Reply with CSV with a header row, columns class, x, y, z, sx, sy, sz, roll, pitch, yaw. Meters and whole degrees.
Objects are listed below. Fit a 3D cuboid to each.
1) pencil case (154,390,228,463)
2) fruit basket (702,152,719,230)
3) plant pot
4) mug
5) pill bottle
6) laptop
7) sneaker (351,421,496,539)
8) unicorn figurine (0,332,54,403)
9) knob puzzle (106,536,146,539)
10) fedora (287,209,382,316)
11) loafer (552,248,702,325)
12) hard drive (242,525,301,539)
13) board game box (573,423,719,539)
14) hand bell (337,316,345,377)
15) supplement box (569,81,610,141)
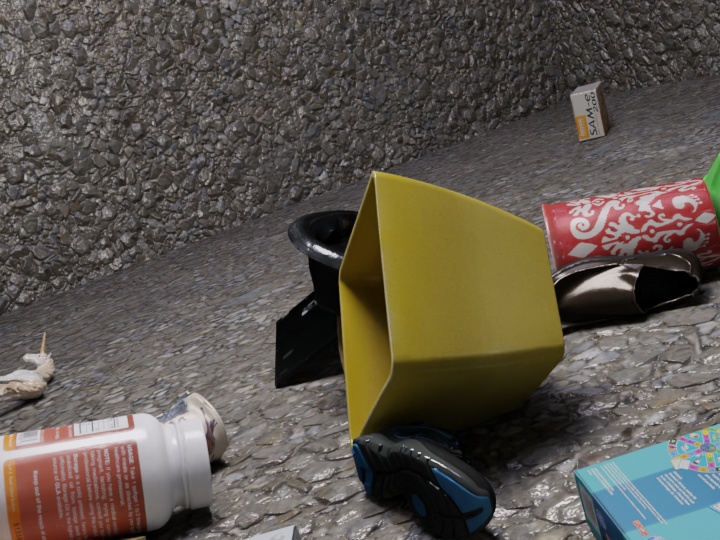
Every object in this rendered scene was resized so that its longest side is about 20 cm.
class,x,y,z,sx,sy,sz,roll,pitch,yaw
pencil case,-0.245,0.205,1.072,0.198,0.079,0.089,-24,33,-29
fruit basket,0.533,-0.085,1.244,0.211,0.158,0.217,-6,-31,-4
plant pot,0.085,0.045,0.956,0.173,0.203,0.201,1,-29,-11
mug,0.338,-0.048,1.259,0.197,0.135,0.178,-13,20,12
pill bottle,-0.246,0.201,0.955,0.196,0.114,0.112,-7,8,-15
laptop,-0.016,0.068,1.379,0.187,0.115,0.202,-39,30,24
sneaker,0.063,0.162,0.837,0.081,0.074,0.199,-20,12,-22
unicorn figurine,-0.586,0.189,1.715,0.135,0.075,0.199,-12,22,-27
knob puzzle,-0.288,0.271,0.887,0.216,0.031,0.220,-11,-9,-2
fedora,0.000,0.000,1.173,0.197,0.093,0.201,11,21,-4
loafer,0.303,0.018,1.156,0.197,0.074,0.071,-16,9,7
hard drive,-0.145,0.264,0.780,0.197,0.027,0.132,-16,11,4
board game box,0.260,0.151,0.660,0.197,0.048,0.151,-17,11,-1
hand bell,0.077,0.080,1.227,0.196,0.106,0.104,-8,9,-13
supplement box,0.624,-0.433,2.694,0.072,0.128,0.200,-10,14,21
